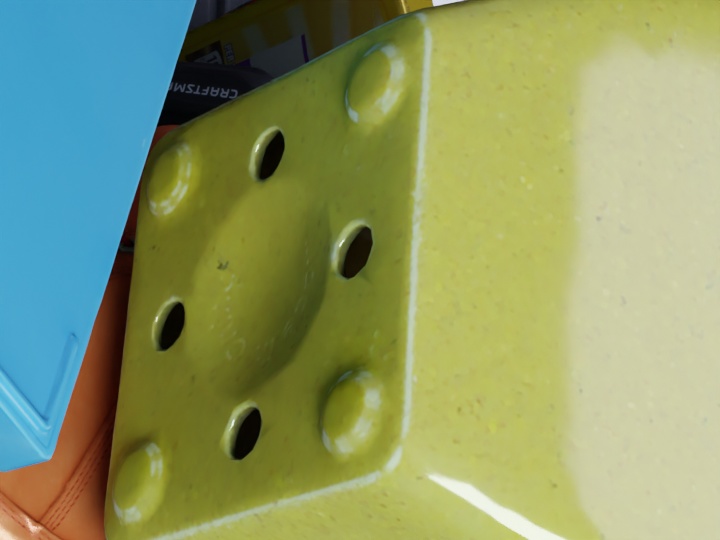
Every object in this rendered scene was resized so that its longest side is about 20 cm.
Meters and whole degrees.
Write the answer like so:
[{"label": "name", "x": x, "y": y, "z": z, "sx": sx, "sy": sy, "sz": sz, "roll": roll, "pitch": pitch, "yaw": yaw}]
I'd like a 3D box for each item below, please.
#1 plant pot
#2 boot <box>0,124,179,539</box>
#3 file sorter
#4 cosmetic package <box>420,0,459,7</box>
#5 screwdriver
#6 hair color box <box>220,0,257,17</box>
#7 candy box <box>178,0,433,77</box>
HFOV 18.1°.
[{"label": "plant pot", "x": 0.047, "y": 0.031, "z": 0.596, "sx": 0.199, "sy": 0.194, "sz": 0.197, "roll": 23, "pitch": 61, "yaw": -36}, {"label": "boot", "x": -0.079, "y": 0.012, "z": 0.638, "sx": 0.107, "sy": 0.075, "sz": 0.201, "roll": 50, "pitch": 33, "yaw": -32}, {"label": "file sorter", "x": -0.131, "y": -0.059, "z": 0.509, "sx": 0.139, "sy": 0.122, "sz": 0.201, "roll": 55, "pitch": 29, "yaw": -33}, {"label": "cosmetic package", "x": 0.090, "y": -0.044, "z": 0.829, "sx": 0.150, "sy": 0.052, "sz": 0.201, "roll": -21, "pitch": 92, "yaw": -35}, {"label": "screwdriver", "x": 0.006, "y": -0.044, "z": 0.716, "sx": 0.029, "sy": 0.199, "sz": 0.028, "roll": -55, "pitch": 145, "yaw": -40}, {"label": "hair color box", "x": 0.034, "y": -0.019, "z": 0.856, "sx": 0.110, "sy": 0.064, "sz": 0.201, "roll": -18, "pitch": 92, "yaw": -34}, {"label": "candy box", "x": 0.000, "y": 0.000, "z": 0.772, "sx": 0.026, "sy": 0.102, "sz": 0.201, "roll": -5, "pitch": 78, "yaw": -57}]
